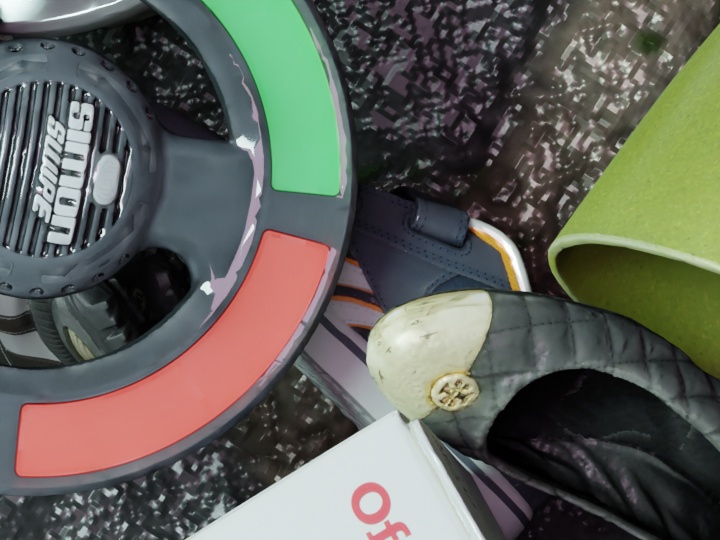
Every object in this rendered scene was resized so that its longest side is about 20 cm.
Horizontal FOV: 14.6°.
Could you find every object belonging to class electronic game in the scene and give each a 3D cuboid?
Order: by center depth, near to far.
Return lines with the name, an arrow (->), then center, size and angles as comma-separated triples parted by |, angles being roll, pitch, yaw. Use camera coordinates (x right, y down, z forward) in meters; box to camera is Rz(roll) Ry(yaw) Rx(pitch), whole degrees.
electronic game -> -0.098, -0.031, 0.856 | 0.200, 0.042, 0.200 | -1, 92, -15

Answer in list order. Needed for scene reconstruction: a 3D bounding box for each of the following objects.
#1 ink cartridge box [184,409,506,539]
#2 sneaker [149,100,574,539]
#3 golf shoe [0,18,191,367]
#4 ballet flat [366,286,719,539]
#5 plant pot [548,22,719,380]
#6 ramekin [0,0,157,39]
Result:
ink cartridge box -> -0.026, 0.160, 0.868 | 0.200, 0.083, 0.145 | -32, 67, 6
sneaker -> 0.000, 0.000, 0.945 | 0.200, 0.078, 0.079 | 44, 83, -14
golf shoe -> -0.138, -0.019, 0.941 | 0.094, 0.200, 0.078 | -13, 40, 27
ballet flat -> 0.091, 0.061, 0.900 | 0.200, 0.057, 0.066 | 26, 127, -19
plant pot -> 0.188, -0.048, 0.883 | 0.187, 0.187, 0.200 | 27, 80, 11
ramekin -> -0.103, -0.174, 0.978 | 0.202, 0.094, 0.203 | -1, 87, 11
